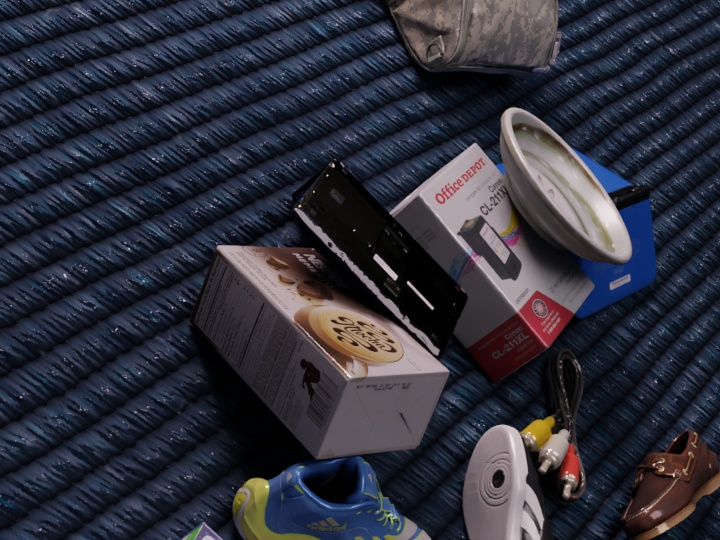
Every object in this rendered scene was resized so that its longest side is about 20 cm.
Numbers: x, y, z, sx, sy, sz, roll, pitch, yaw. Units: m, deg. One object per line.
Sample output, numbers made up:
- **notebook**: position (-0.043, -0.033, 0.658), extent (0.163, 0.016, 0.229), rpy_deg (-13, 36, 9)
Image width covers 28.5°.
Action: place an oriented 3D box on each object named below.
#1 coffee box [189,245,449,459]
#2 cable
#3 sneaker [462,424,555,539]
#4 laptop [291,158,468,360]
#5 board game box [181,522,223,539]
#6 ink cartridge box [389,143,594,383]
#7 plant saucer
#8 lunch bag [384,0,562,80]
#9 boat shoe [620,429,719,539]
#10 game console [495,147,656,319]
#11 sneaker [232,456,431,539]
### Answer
- **coffee box**: position (-0.038, 0.063, 1.172), extent (0.113, 0.080, 0.200), rpy_deg (1, 30, -42)
- **cable**: position (0.210, 0.156, 1.429), extent (0.097, 0.050, 0.200), rpy_deg (45, 41, -9)
- **sneaker**: position (0.157, 0.249, 1.300), extent (0.111, 0.073, 0.201), rpy_deg (22, 56, -35)
- **laptop**: position (0.000, 0.000, 1.274), extent (0.177, 0.103, 0.200), rpy_deg (45, 28, -7)
- **board game box**: position (-0.080, 0.302, 1.052), extent (0.200, 0.034, 0.136), rpy_deg (44, 39, -9)
- **ink cartridge box**: position (0.126, -0.011, 1.450), extent (0.200, 0.083, 0.146), rpy_deg (50, 39, -2)
- **plant saucer**: position (0.201, -0.077, 1.475), extent (0.200, 0.050, 0.201), rpy_deg (39, 26, -23)
- **lunch bag**: position (0.136, -0.307, 1.653), extent (0.199, 0.139, 0.169), rpy_deg (-4, 80, -45)
- **boat shoe**: position (0.313, 0.222, 1.466), extent (0.200, 0.070, 0.071), rpy_deg (-21, 83, -58)
- **game console**: position (0.244, -0.049, 1.644), extent (0.199, 0.118, 0.172), rpy_deg (-20, 106, -49)
- **sneaker**: position (0.000, 0.205, 1.148), extent (0.199, 0.105, 0.076), rpy_deg (19, 50, -32)
